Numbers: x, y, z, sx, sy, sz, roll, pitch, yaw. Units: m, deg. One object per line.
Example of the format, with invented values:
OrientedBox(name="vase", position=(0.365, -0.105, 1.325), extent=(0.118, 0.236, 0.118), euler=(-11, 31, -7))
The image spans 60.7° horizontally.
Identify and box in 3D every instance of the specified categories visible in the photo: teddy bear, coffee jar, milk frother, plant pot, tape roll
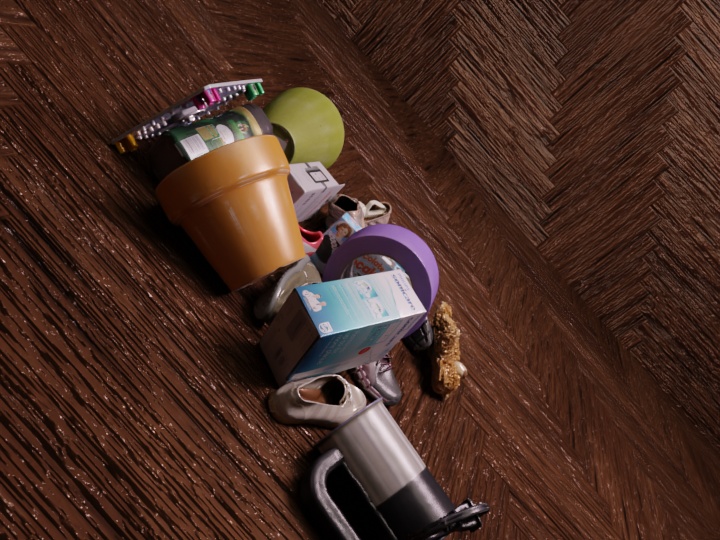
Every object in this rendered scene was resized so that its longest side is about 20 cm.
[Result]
OrientedBox(name="teddy bear", position=(0.177, 0.159, 1.244), extent=(0.066, 0.145, 0.200), euler=(7, 27, -5))
OrientedBox(name="coffee jar", position=(-0.242, -0.208, 1.018), extent=(0.200, 0.104, 0.085), euler=(-36, 96, -43))
OrientedBox(name="milk frother", position=(0.047, 0.258, 0.771), extent=(0.188, 0.200, 0.180), euler=(53, 28, 13))
OrientedBox(name="plant pot", position=(-0.145, -0.265, 1.245), extent=(0.187, 0.187, 0.200), euler=(45, 23, -7))
OrientedBox(name="tape roll", position=(0.037, 0.022, 1.109), extent=(0.200, 0.200, 0.085), euler=(47, 24, -2))
OrientedBox(name="plant pot", position=(-0.176, -0.076, 0.929), extent=(0.184, 0.200, 0.200), euler=(64, 24, -2))

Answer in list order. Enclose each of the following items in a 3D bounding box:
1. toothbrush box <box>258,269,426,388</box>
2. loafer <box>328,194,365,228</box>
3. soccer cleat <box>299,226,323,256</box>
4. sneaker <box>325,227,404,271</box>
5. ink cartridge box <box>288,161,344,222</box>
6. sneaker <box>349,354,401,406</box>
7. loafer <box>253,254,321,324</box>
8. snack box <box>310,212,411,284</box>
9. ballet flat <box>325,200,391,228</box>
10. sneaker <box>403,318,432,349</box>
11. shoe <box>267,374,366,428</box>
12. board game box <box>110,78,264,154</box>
OrientedBox(name="toothbrush box", position=(-0.027, 0.083, 0.904), extent=(0.200, 0.147, 0.085), euler=(-10, 59, -41))
OrientedBox(name="loafer", position=(-0.026, -0.126, 1.263), extent=(0.200, 0.072, 0.063), euler=(-113, -164, -61))
OrientedBox(name="soccer cleat", position=(-0.155, -0.077, 1.085), extent=(0.200, 0.073, 0.068), euler=(28, 30, -39))
OrientedBox(name="sneaker", position=(-0.004, -0.023, 1.270), extent=(0.200, 0.081, 0.076), euler=(38, 19, 27))
OrientedBox(name="ink cartridge box", position=(-0.121, -0.150, 1.203), extent=(0.068, 0.116, 0.200), euler=(51, 23, 4))
OrientedBox(name="sneaker", position=(0.028, 0.124, 1.041), extent=(0.200, 0.115, 0.076), euler=(52, 24, 10))
OrientedBox(name="loafer", position=(-0.106, 0.035, 0.996), extent=(0.070, 0.075, 0.200), euler=(46, 27, -6))
OrientedBox(name="snack box", position=(0.000, 0.000, 1.182), extent=(0.200, 0.116, 0.037), euler=(45, 24, -6))
OrientedBox(name="ballet flat", position=(0.000, -0.129, 1.393), extent=(0.068, 0.067, 0.200), euler=(47, 35, 20))
OrientedBox(name="sneaker", position=(0.103, 0.078, 1.295), extent=(0.079, 0.075, 0.200), euler=(17, 39, -54))
OrientedBox(name="shoe", position=(-0.047, 0.188, 0.892), extent=(0.200, 0.053, 0.070), euler=(12, 42, -54))
OrientedBox(name="board game box", position=(-0.275, -0.254, 1.008), extent=(0.026, 0.199, 0.200), euler=(64, 22, -11))
